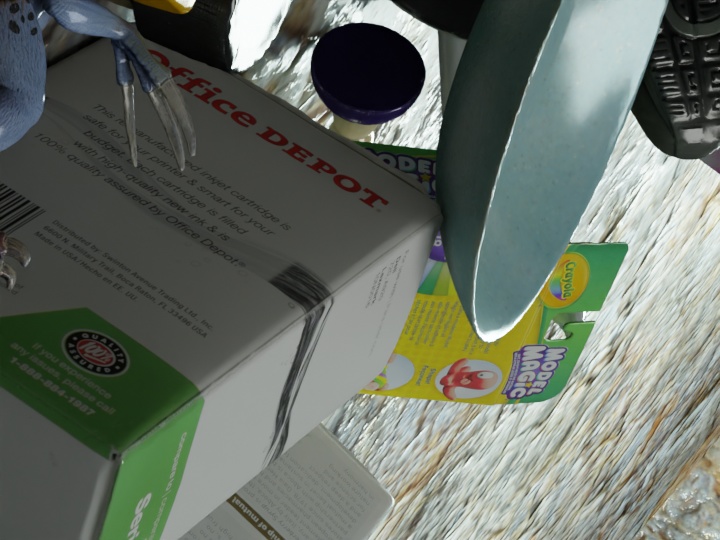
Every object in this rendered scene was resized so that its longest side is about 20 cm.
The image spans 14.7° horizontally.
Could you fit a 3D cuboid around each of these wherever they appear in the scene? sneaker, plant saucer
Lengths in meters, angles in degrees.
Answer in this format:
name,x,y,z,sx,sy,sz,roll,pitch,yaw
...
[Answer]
name,x,y,z,sx,sy,sz,roll,pitch,yaw
sneaker,0.110,-0.133,1.183,0.076,0.201,0.091,2,154,-34
plant saucer,0.068,-0.074,1.026,0.202,0.039,0.201,-60,165,-28

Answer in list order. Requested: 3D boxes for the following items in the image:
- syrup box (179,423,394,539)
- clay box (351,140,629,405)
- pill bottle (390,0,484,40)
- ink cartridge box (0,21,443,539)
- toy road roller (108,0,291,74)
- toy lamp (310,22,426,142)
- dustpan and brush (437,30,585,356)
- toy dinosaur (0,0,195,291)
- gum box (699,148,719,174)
name,x,y,z,sx,sy,sz,roll,pitch,yaw
syrup box,-0.074,0.136,1.105,0.079,0.081,0.200,-45,-178,40
clay box,0.000,0.000,1.146,0.115,0.199,0.048,111,-21,-49
pill bottle,0.073,-0.192,1.067,0.106,0.106,0.201,-37,159,-47
ink cartridge box,-0.087,0.010,0.948,0.200,0.146,0.085,-35,152,-49
toy road roller,-0.072,-0.147,0.700,0.147,0.122,0.200,-68,166,0
toy lamp,-0.014,-0.030,1.282,0.058,0.058,0.201,-43,160,-33
dustpan and brush,0.065,-0.057,1.215,0.140,0.057,0.201,84,4,-71
toy dinosaur,-0.099,-0.084,0.831,0.200,0.104,0.182,76,31,-57
gum box,0.150,-0.133,1.258,0.066,0.200,0.114,-32,156,-56
